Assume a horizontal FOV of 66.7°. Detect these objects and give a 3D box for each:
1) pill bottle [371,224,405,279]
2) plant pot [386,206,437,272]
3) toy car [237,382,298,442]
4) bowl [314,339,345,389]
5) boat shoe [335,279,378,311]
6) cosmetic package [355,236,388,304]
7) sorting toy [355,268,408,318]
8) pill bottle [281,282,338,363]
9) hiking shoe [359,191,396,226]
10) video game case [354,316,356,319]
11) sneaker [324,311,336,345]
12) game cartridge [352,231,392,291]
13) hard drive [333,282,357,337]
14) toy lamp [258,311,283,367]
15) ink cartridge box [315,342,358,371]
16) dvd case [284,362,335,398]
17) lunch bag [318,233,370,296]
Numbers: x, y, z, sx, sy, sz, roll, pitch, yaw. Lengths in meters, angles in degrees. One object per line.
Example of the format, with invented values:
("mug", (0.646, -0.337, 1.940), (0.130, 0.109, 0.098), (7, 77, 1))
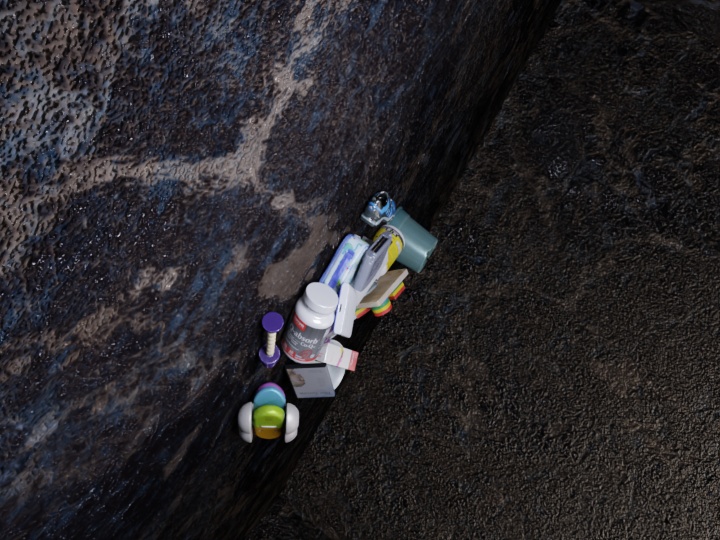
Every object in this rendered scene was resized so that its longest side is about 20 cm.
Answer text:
("pill bottle", (0.065, -0.055, 1.906), (0.201, 0.112, 0.116), (-52, 169, -34))
("plant pot", (0.185, -0.107, 2.122), (0.203, 0.193, 0.201), (-55, 171, -13))
("toy car", (-0.264, 0.407, 1.584), (0.202, 0.168, 0.155), (106, -15, -58))
("bowl", (-0.149, 0.338, 1.965), (0.197, 0.089, 0.209), (-14, 111, -43))
("boat shoe", (-0.029, 0.073, 1.785), (0.198, 0.071, 0.073), (-39, 130, -1))
("cosmetic package", (0.000, 0.000, 1.748), (0.202, 0.099, 0.072), (-53, 158, -28))
("sorting toy", (0.051, 0.087, 1.863), (0.196, 0.071, 0.199), (-10, -154, 44))
("pill bottle", (-0.135, 0.141, 1.474), (0.116, 0.114, 0.204), (-42, 161, -56))
("hiking shoe", (0.071, -0.193, 1.632), (0.088, 0.073, 0.200), (-62, 170, 28))
("video game case", (-0.035, 0.168, 2.059), (0.198, 0.023, 0.182), (-39, -176, 11))
("sneaker", (-0.114, 0.165, 1.691), (0.073, 0.102, 0.200), (-13, 158, -35))
("game cartridge", (0.035, -0.023, 1.609), (0.200, 0.040, 0.137), (-49, 159, -59))
("hard drive", (-0.041, 0.117, 1.550), (0.200, 0.024, 0.137), (57, 43, -79))
("toy lamp", (-0.220, 0.177, 1.333), (0.059, 0.057, 0.203), (-50, 164, -36))
("ink cartridge box", (-0.113, 0.278, 1.836), (0.197, 0.114, 0.070), (26, 75, -46))
("dvd case", (-0.166, 0.370, 1.823), (0.203, 0.137, 0.018), (80, 8, -49))
("lunch bag", (-0.046, -0.005, 1.584), (0.204, 0.081, 0.161), (-60, 171, 5))
